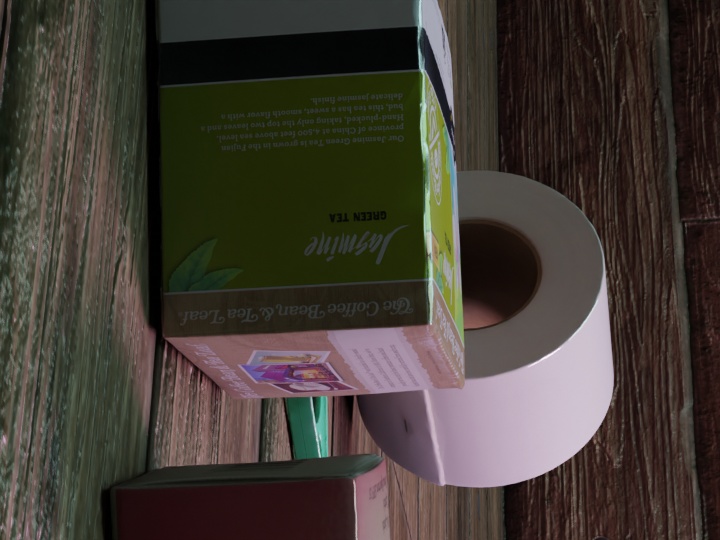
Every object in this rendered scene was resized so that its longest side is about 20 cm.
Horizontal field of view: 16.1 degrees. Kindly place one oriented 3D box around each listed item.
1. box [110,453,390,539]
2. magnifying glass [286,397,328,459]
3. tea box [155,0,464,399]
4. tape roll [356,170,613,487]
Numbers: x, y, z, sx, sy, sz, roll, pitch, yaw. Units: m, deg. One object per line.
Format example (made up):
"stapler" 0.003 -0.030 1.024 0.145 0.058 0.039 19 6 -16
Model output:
"box" -0.042 0.185 1.120 0.128 0.109 0.200 -1 88 -84
"magnifying glass" -0.030 0.122 1.640 0.080 0.022 0.200 -48 136 -81
"tea box" -0.022 -0.045 1.291 0.200 0.133 0.197 57 31 -77
"tape roll" 0.087 0.044 1.917 0.139 0.202 0.203 79 11 -50
